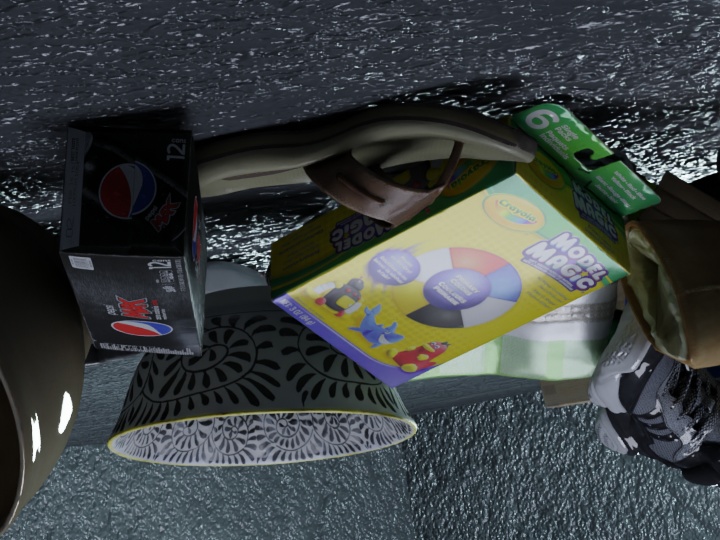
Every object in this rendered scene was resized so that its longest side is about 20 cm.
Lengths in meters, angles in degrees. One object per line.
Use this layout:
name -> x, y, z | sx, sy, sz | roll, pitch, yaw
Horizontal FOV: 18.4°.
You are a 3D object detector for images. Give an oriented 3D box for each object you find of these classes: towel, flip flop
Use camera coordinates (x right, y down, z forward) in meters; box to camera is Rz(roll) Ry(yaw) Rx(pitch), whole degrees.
towel -> 0.083, 0.003, 1.331 | 0.149, 0.031, 0.200 | 1, 140, 1
flip flop -> -0.002, -0.049, 1.172 | 0.199, 0.058, 0.081 | -7, 170, 18

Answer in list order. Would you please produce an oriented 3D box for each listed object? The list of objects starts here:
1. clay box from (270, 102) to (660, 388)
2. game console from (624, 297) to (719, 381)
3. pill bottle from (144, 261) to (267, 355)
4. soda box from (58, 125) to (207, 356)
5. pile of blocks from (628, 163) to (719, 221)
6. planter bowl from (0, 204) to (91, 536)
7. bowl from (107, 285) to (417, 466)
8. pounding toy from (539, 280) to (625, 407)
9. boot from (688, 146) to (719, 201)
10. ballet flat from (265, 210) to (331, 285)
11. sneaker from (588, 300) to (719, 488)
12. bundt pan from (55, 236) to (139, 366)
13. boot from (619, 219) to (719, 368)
clay box -> 0.060, -0.012, 1.255 | 0.200, 0.048, 0.115 | -27, 135, 30
game console -> 0.290, 0.030, 1.520 | 0.118, 0.171, 0.200 | 20, 156, -38
pill bottle -> -0.092, 0.058, 1.729 | 0.113, 0.114, 0.200 | -9, 174, 7
soda box -> -0.116, -0.012, 1.167 | 0.063, 0.071, 0.200 | 2, 164, -1
pile of blocks -> 0.132, -0.034, 1.395 | 0.199, 0.082, 0.062 | 6, 177, 12
planter bowl -> -0.231, 0.041, 1.224 | 0.200, 0.201, 0.135 | -13, -161, 34
bowl -> -0.065, 0.065, 1.446 | 0.200, 0.095, 0.201 | -3, 166, -1
pounding toy -> 0.245, 0.026, 1.894 | 0.184, 0.143, 0.200 | -11, -177, 31
boot -> 0.251, -0.055, 1.447 | 0.164, 0.066, 0.200 | -3, 176, -26
ballet flat -> 0.000, 0.000, 1.471 | 0.068, 0.075, 0.200 | -46, -137, -19
sneaker -> 0.208, 0.080, 1.395 | 0.114, 0.076, 0.200 | 23, 164, 14
bundt pan -> -0.238, 0.026, 1.448 | 0.201, 0.076, 0.202 | -9, 173, -1
boot -> 0.266, 0.038, 1.288 | 0.199, 0.175, 0.066 | -4, 137, -26
